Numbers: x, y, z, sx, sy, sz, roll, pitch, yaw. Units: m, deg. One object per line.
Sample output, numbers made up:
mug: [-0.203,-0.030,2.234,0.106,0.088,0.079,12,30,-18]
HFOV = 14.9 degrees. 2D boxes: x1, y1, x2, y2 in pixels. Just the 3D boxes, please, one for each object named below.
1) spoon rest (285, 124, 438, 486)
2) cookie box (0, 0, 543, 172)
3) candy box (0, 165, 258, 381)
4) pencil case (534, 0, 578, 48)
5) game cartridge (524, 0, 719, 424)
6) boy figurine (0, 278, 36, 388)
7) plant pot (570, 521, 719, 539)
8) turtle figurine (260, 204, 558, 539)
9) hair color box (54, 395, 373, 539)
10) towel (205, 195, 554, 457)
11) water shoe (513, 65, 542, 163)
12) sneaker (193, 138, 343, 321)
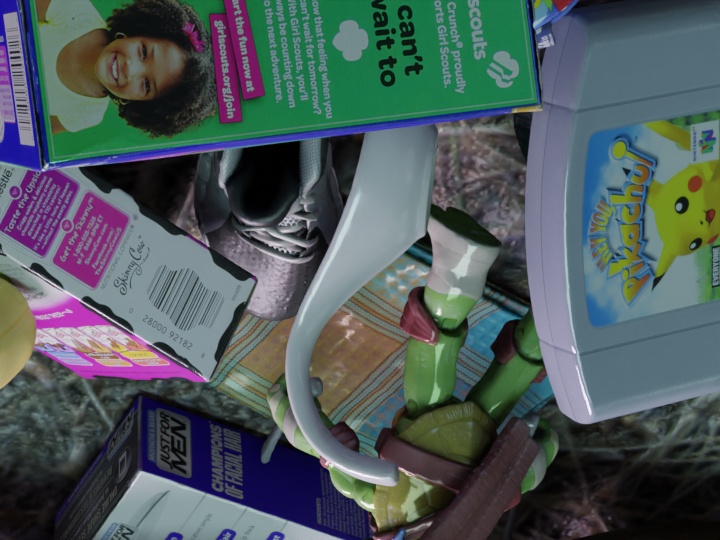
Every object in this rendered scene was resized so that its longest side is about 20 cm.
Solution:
spoon rest: [0.000,0.000,1.310,0.060,0.200,0.099,6,172,3]
cookie box: [-0.048,-0.088,1.110,0.200,0.171,0.075,-9,96,-14]
candy box: [-0.167,-0.019,1.313,0.200,0.061,0.136,33,162,-28]
pencil case: [0.029,-0.186,1.211,0.087,0.078,0.200,-39,125,1]
game cartridge: [0.140,-0.030,1.308,0.133,0.040,0.200,-11,109,-26]
boy figurine: [-0.217,0.037,1.329,0.124,0.064,0.200,57,154,-6]
plant pot: [0.125,0.217,1.463,0.200,0.187,0.187,13,133,-44]
turtle figurine: [0.034,0.062,1.410,0.144,0.200,0.194,27,104,9]
hair color box: [-0.057,0.153,1.518,0.200,0.065,0.109,20,128,-23]
towel: [0.007,0.043,1.452,0.200,0.022,0.147,30,123,-26]
water shoe: [0.144,-0.039,1.372,0.079,0.071,0.200,-40,124,-10]
sneaker: [-0.047,-0.037,1.303,0.075,0.116,0.200,5,126,2]
